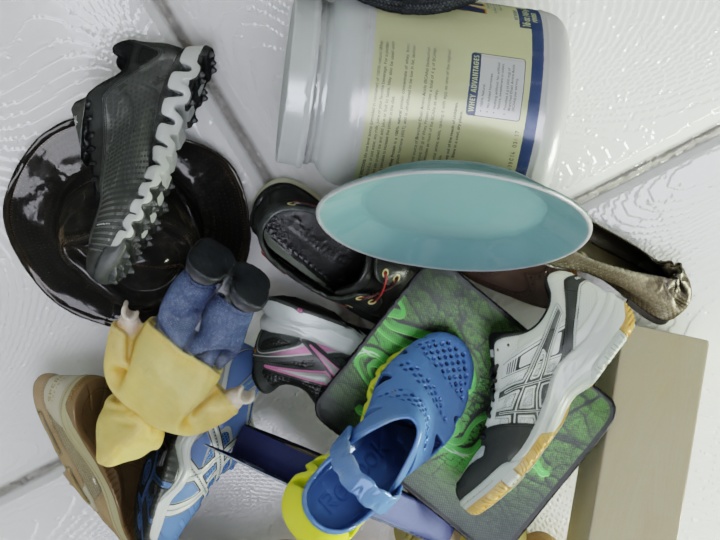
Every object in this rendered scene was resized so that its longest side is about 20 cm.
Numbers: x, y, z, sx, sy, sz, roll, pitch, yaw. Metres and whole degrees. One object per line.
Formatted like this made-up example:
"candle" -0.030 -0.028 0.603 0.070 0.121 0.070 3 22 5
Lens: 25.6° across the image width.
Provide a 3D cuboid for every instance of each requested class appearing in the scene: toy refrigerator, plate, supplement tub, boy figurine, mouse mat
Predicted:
"toy refrigerator" 0.224 0.150 1.300 0.075 0.070 0.202 11 84 -8
"plate" 0.067 -0.042 1.134 0.198 0.026 0.200 5 162 2
"supplement tub" 0.043 -0.128 1.157 0.198 0.145 0.146 7 116 -6
"boy figurine" -0.141 0.078 1.223 0.124 0.065 0.201 30 116 -6
"mouse mat" 0.084 0.110 1.254 0.199 0.008 0.161 39 93 -5

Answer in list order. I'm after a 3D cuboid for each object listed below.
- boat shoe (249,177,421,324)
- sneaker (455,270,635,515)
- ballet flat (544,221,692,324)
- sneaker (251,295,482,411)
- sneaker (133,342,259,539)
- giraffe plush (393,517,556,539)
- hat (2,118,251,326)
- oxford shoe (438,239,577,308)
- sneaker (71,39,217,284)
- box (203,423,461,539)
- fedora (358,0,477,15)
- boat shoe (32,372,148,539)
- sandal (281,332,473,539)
"boat shoe" -0.002 0.002 1.268 0.200 0.063 0.074 33 109 -19
"sneaker" 0.124 0.091 1.223 0.087 0.076 0.201 36 89 8
"ballet flat" 0.188 -0.019 1.258 0.199 0.068 0.046 30 131 -21
"sneaker" 0.002 0.090 1.294 0.198 0.080 0.087 20 95 1
"sneaker" -0.129 0.151 1.308 0.076 0.076 0.202 22 94 -22
"giraffe plush" 0.132 0.282 1.371 0.161 0.172 0.202 8 91 -32
"hat" -0.184 -0.020 1.237 0.198 0.081 0.203 -1 118 -1
"oxford shoe" 0.092 -0.020 1.253 0.199 0.073 0.071 31 112 -16
"sneaker" -0.178 -0.086 1.173 0.090 0.067 0.202 17 71 3
"box" -0.020 0.172 1.283 0.199 0.121 0.033 27 84 -40
"fedora" 0.031 -0.278 1.104 0.198 0.092 0.203 1 107 2
"boat shoe" -0.215 0.162 1.343 0.064 0.071 0.201 8 132 33
"sandal" 0.027 0.123 1.179 0.079 0.200 0.087 40 150 -5
